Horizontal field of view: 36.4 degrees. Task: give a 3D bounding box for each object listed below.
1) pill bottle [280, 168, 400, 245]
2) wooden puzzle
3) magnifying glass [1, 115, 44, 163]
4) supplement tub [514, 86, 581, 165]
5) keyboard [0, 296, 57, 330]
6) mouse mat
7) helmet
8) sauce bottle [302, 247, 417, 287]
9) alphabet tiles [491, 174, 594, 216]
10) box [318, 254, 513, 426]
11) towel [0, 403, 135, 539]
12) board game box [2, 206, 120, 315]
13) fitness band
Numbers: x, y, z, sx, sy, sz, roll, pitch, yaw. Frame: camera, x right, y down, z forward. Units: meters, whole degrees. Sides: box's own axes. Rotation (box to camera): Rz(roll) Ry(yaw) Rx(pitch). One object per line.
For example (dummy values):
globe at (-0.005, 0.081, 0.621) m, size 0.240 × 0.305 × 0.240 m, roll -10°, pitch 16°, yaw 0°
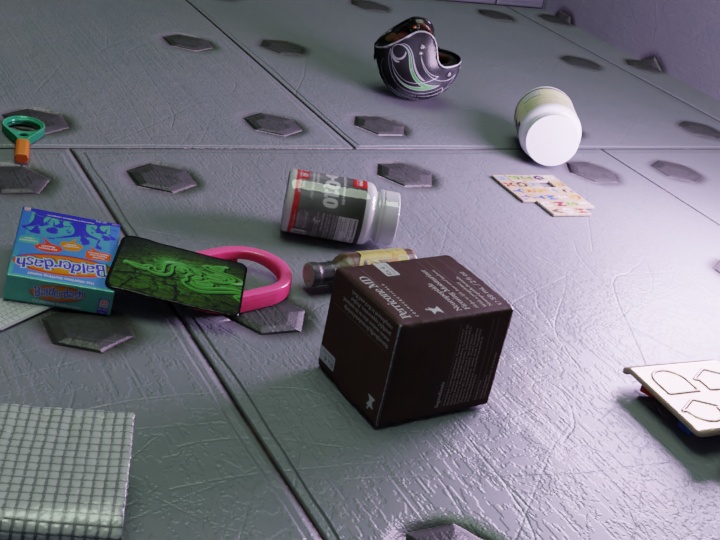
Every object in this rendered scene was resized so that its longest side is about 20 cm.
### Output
pill bottle at (-0.035, -0.109, 1.942) m, size 0.200 × 0.114 × 0.114 m, roll 9°, pitch 26°, yaw -7°
wooden puzzle at (0.523, 0.200, 1.664) m, size 0.185 × 0.046 × 0.200 m, roll -1°, pitch 25°, yaw -27°
magnifying glass at (-0.635, -0.249, 2.058) m, size 0.079 × 0.022 × 0.200 m, roll 4°, pitch 28°, yaw -17°
supplement tub at (0.440, -0.338, 2.576) m, size 0.145 × 0.145 × 0.200 m, roll 11°, pitch 26°, yaw -3°
keyboard at (-0.462, 0.039, 1.576) m, size 0.056 × 0.011 × 0.200 m, roll 24°, pitch 29°, yaw 22°
mouse mat at (-0.272, 0.006, 1.643) m, size 0.200 × 0.008 × 0.161 m, roll 15°, pitch 28°, yaw -9°
helmet at (0.146, -0.524, 2.761) m, size 0.200 × 0.191 × 0.200 m, roll -25°, pitch 26°, yaw 13°
sauce bottle at (0.000, 0.000, 1.803) m, size 0.200 × 0.065 × 0.065 m, roll -7°, pitch 32°, yaw -31°
alphabet tiles at (0.402, -0.164, 2.368) m, size 0.167 × 0.008 × 0.200 m, roll -2°, pitch 29°, yaw -28°
box at (0.075, 0.093, 1.534) m, size 0.200 × 0.164 × 0.166 m, roll -7°, pitch 32°, yaw -34°
towel at (-0.331, 0.233, 1.173) m, size 0.165 × 0.086 × 0.200 m, roll 5°, pitch 29°, yaw -11°
board game box at (-0.441, -0.017, 1.632) m, size 0.152 × 0.045 × 0.200 m, roll 10°, pitch 30°, yaw -16°
fitness band at (-0.201, 0.013, 1.715) m, size 0.200 × 0.037 × 0.144 m, roll -14°, pitch 37°, yaw -40°
